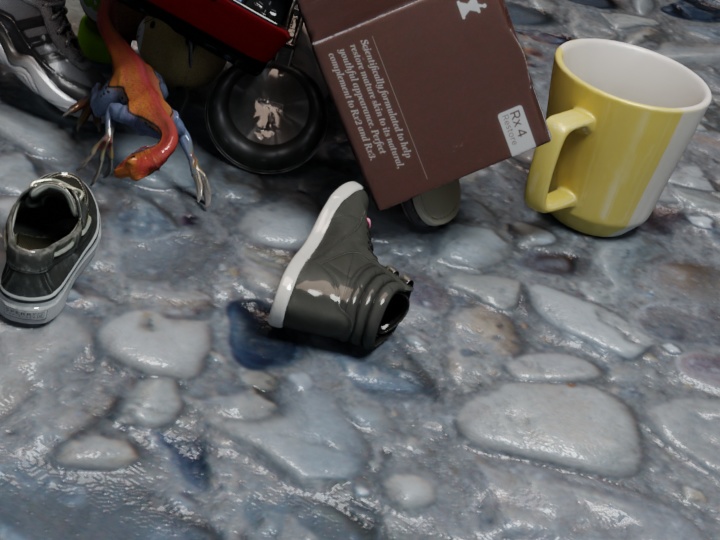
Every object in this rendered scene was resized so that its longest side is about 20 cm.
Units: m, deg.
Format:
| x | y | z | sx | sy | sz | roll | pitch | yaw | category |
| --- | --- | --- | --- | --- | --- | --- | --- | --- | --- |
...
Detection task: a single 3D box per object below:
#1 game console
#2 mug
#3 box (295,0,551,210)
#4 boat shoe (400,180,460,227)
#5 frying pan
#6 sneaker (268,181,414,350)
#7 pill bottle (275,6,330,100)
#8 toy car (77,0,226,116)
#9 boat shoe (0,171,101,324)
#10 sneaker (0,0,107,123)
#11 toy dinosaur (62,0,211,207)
| x | y | z | sx | sy | sz | roll | pitch | yaw | category |
| --- | --- | --- | --- | --- | --- | --- | --- | --- | --- |
| -0.145 | -0.268 | 1.478 | 0.199 | 0.119 | 0.173 | 28 | 48 | -11 | game console |
| 0.218 | -0.119 | 1.604 | 0.185 | 0.154 | 0.150 | 2 | 32 | -22 | mug |
| 0.048 | -0.186 | 1.501 | 0.163 | 0.167 | 0.200 | -21 | 25 | 2 | box |
| 0.053 | -0.094 | 1.603 | 0.062 | 0.073 | 0.201 | -23 | 28 | 21 | boat shoe |
| -0.063 | -0.174 | 1.582 | 0.115 | 0.031 | 0.190 | 37 | 73 | 3 | frying pan |
| 0.000 | 0.000 | 1.387 | 0.099 | 0.071 | 0.200 | 21 | 34 | 4 | sneaker |
| -0.035 | -0.234 | 1.725 | 0.112 | 0.113 | 0.200 | 26 | 31 | 19 | pill bottle |
| -0.185 | -0.224 | 1.607 | 0.157 | 0.165 | 0.201 | 5 | 43 | -18 | toy car |
| -0.236 | -0.036 | 1.325 | 0.071 | 0.071 | 0.200 | 10 | 29 | -9 | boat shoe |
| -0.277 | -0.227 | 1.545 | 0.200 | 0.114 | 0.076 | 39 | 15 | -4 | sneaker |
| -0.200 | -0.140 | 1.454 | 0.104 | 0.202 | 0.181 | -17 | 12 | -19 | toy dinosaur |
